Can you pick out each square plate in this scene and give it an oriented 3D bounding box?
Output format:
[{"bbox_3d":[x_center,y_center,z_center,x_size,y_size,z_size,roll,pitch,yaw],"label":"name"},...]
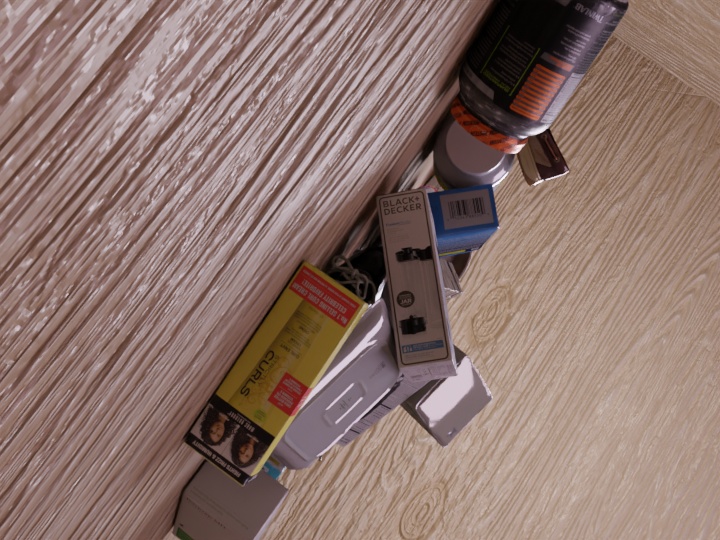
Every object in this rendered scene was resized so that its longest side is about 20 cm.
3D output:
[{"bbox_3d":[-0.025,0.139,0.971,0.198,0.028,0.200,-42,155,-8],"label":"square plate"}]

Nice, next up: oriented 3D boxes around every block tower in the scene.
[{"bbox_3d":[0.098,0.014,1.255,0.057,0.055,0.200,-26,168,16],"label":"block tower"}]

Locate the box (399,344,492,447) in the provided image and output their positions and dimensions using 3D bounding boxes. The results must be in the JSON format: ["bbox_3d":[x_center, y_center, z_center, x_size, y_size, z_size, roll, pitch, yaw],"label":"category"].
[{"bbox_3d":[0.083,0.146,1.315,0.109,0.200,0.128,-43,135,-8],"label":"box"}]

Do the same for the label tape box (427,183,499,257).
[{"bbox_3d":[0.104,-0.059,1.212,0.200,0.141,0.067,97,-17,-83],"label":"label tape box"}]

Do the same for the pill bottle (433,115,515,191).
[{"bbox_3d":[0.156,-0.161,1.208,0.113,0.111,0.200,-56,176,1],"label":"pill bottle"}]

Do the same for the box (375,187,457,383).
[{"bbox_3d":[0.066,0.019,1.007,0.117,0.059,0.203,59,22,-71],"label":"box"}]

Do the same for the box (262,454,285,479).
[{"bbox_3d":[-0.120,0.229,1.229,0.049,0.082,0.200,-53,176,21],"label":"box"}]

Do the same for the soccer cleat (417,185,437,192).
[{"bbox_3d":[0.059,-0.047,1.370,0.076,0.067,0.201,-4,132,-59],"label":"soccer cleat"}]

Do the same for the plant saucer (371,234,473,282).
[{"bbox_3d":[0.083,-0.012,1.353,0.198,0.030,0.202,-17,136,-17],"label":"plant saucer"}]

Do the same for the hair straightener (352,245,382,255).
[{"bbox_3d":[0.000,0.000,1.227,0.077,0.041,0.200,-55,171,-17],"label":"hair straightener"}]

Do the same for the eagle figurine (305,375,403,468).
[{"bbox_3d":[-0.045,0.159,1.120,0.199,0.151,0.153,-17,-135,44],"label":"eagle figurine"}]

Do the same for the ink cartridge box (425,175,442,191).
[{"bbox_3d":[0.135,-0.112,1.599,0.201,0.068,0.115,-58,175,32],"label":"ink cartridge box"}]

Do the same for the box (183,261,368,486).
[{"bbox_3d":[-0.076,0.095,0.813,0.201,0.075,0.050,-55,174,-1],"label":"box"}]

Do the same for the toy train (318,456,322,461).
[{"bbox_3d":[-0.069,0.212,1.401,0.116,0.084,0.202,-37,-144,60],"label":"toy train"}]

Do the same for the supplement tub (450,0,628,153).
[{"bbox_3d":[0.188,-0.237,0.952,0.201,0.122,0.123,-58,175,30],"label":"supplement tub"}]

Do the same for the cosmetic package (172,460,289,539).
[{"bbox_3d":[-0.170,0.309,1.114,0.085,0.107,0.201,-51,172,-32],"label":"cosmetic package"}]

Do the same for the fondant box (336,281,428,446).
[{"bbox_3d":[0.010,0.132,1.240,0.199,0.145,0.058,-39,137,18],"label":"fondant box"}]

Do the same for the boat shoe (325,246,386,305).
[{"bbox_3d":[-0.013,0.024,0.984,0.199,0.073,0.069,-34,151,-59],"label":"boat shoe"}]

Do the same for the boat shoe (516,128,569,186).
[{"bbox_3d":[0.226,-0.214,1.135,0.071,0.202,0.072,-13,-169,20],"label":"boat shoe"}]
